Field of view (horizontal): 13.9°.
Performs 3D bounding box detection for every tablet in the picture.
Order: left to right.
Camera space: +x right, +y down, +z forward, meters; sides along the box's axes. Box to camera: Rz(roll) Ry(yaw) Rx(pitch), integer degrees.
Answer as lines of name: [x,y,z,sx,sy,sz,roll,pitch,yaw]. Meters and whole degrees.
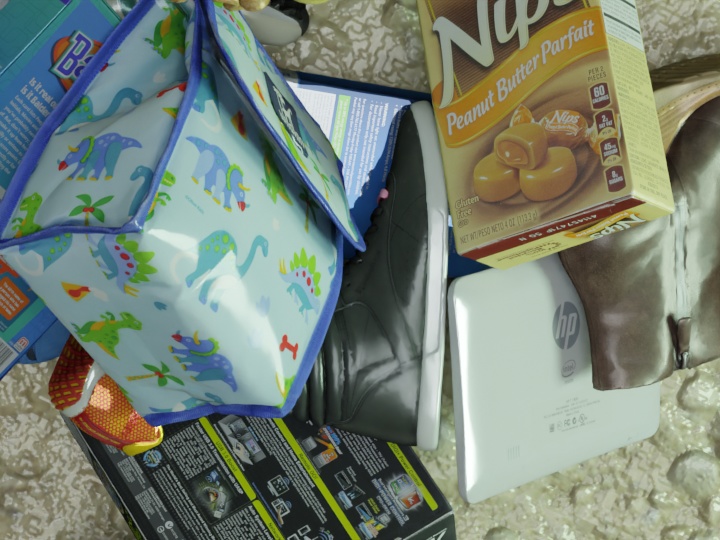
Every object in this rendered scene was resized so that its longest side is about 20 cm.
tablet: [0.116,0.053,1.723,0.014,0.200,0.131,4,102,38]

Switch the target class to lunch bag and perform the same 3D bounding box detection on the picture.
lunch bag: [-0.084,-0.043,1.600,0.127,0.200,0.170,-6,137,32]

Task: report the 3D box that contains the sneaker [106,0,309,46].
sneaker: [-0.132,-0.157,1.721,0.199,0.070,0.094,18,120,-9]

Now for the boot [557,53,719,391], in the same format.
boot: [0.196,-0.033,1.739,0.199,0.072,0.167,-21,106,-29]

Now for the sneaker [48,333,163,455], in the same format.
sneaker: [-0.116,0.021,1.701,0.077,0.073,0.200,39,54,-23]

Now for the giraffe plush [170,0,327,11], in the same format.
giraffe plush: [-0.060,-0.216,1.566,0.172,0.162,0.200,-11,123,37]

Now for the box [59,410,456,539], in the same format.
box: [-0.063,0.110,1.706,0.160,0.044,0.200,-30,65,-12]

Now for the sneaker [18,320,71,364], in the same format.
sneaker: [-0.218,-0.039,1.726,0.078,0.066,0.201,-21,100,1]

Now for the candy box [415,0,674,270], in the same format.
candy box: [0.099,-0.113,1.652,0.115,0.055,0.201,-19,71,29]

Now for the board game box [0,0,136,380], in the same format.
board game box: [-0.188,-0.052,1.639,0.200,0.045,0.152,-46,134,-5]

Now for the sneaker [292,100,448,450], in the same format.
sneaker: [0.000,0.000,1.675,0.099,0.071,0.201,2,82,2]

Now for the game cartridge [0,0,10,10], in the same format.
game cartridge: [-0.267,-0.139,1.684,0.200,0.041,0.133,36,104,14]

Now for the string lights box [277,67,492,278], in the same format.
string lights box: [0.026,-0.054,1.746,0.199,0.059,0.103,10,98,-6]
